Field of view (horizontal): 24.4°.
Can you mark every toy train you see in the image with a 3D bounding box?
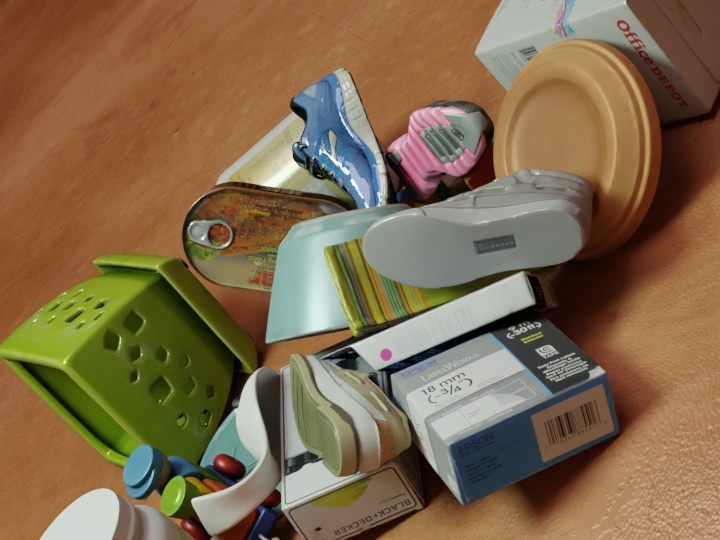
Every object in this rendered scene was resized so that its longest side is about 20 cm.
[{"bbox_3d":[-0.132,0.224,1.529,0.200,0.115,0.085,27,88,53],"label":"toy train"}]

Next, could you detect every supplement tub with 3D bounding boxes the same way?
[{"bbox_3d":[-0.181,0.295,1.443,0.145,0.200,0.146,-34,29,23],"label":"supplement tub"},{"bbox_3d":[-0.071,-0.086,1.852,0.200,0.144,0.145,-39,28,15],"label":"supplement tub"}]

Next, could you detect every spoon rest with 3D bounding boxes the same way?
[{"bbox_3d":[-0.090,0.164,1.523,0.060,0.100,0.200,-17,23,25],"label":"spoon rest"}]

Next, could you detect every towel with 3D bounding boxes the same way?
[{"bbox_3d":[0.071,-0.010,1.475,0.198,0.087,0.018,-17,-18,-15],"label":"towel"}]

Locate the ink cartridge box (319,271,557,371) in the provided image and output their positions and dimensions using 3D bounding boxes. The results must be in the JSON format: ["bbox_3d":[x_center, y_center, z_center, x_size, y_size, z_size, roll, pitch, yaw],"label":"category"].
[{"bbox_3d":[0.070,0.053,1.456,0.198,0.037,0.095,-21,-9,17],"label":"ink cartridge box"}]

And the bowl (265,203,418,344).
[{"bbox_3d":[0.000,0.000,1.560,0.200,0.200,0.106,-14,85,46],"label":"bowl"}]

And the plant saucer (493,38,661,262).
[{"bbox_3d":[0.185,-0.108,1.502,0.199,0.037,0.202,5,96,51],"label":"plant saucer"}]

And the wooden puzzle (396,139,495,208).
[{"bbox_3d":[0.086,-0.053,1.689,0.184,0.046,0.201,-26,34,35],"label":"wooden puzzle"}]

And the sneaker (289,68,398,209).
[{"bbox_3d":[-0.020,-0.109,1.717,0.088,0.079,0.201,-22,61,0],"label":"sneaker"}]

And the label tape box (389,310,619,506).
[{"bbox_3d":[0.105,0.098,1.387,0.143,0.064,0.200,-23,26,-10],"label":"label tape box"}]

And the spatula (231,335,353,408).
[{"bbox_3d":[-0.042,0.098,1.651,0.199,0.021,0.057,-26,14,17],"label":"spatula"}]

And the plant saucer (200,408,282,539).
[{"bbox_3d":[-0.099,0.178,1.672,0.199,0.027,0.201,-35,29,22],"label":"plant saucer"}]

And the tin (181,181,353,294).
[{"bbox_3d":[-0.090,-0.031,1.774,0.042,0.198,0.113,-83,2,-77],"label":"tin"}]

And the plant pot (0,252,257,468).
[{"bbox_3d":[-0.242,0.092,1.816,0.182,0.199,0.199,-50,26,-20],"label":"plant pot"}]

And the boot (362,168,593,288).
[{"bbox_3d":[0.106,-0.040,1.449,0.198,0.074,0.096,-3,25,16],"label":"boot"}]

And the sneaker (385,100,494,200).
[{"bbox_3d":[0.094,-0.136,1.645,0.095,0.079,0.200,-35,3,-19],"label":"sneaker"}]

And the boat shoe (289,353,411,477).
[{"bbox_3d":[-0.013,0.123,1.443,0.068,0.075,0.200,-8,21,-15],"label":"boat shoe"}]

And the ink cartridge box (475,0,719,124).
[{"bbox_3d":[0.244,-0.229,1.586,0.199,0.145,0.145,-9,43,49],"label":"ink cartridge box"}]

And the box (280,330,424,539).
[{"bbox_3d":[-0.010,0.149,1.519,0.116,0.060,0.201,-23,33,14],"label":"box"}]
